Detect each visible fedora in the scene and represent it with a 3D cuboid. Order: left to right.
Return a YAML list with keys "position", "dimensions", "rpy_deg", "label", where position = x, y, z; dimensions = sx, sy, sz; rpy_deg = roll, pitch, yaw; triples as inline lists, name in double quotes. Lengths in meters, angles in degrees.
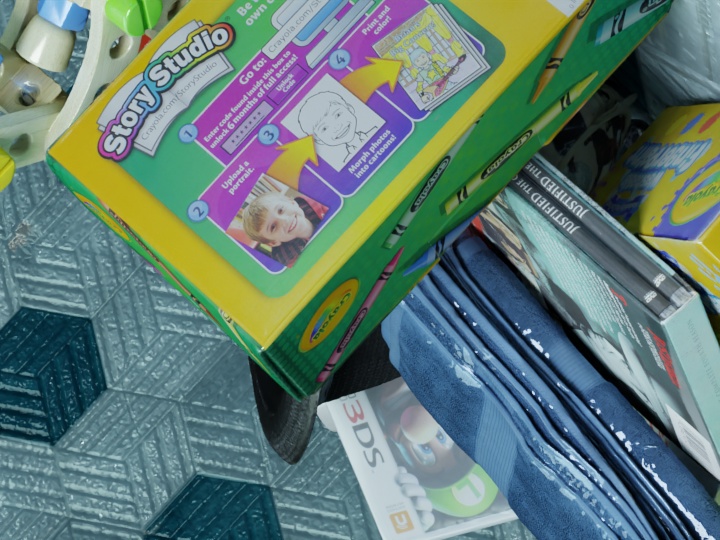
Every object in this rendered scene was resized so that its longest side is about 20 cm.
- position: [0.000, 0.000, 1.190]
  dimensions: [0.091, 0.201, 0.201]
  rpy_deg: [-1, -176, -10]
  label: "fedora"

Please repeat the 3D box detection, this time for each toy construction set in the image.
- position: [-0.082, -0.087, 0.971]
  dimensions: [0.092, 0.131, 0.200]
  rpy_deg: [35, -168, 16]
  label: "toy construction set"

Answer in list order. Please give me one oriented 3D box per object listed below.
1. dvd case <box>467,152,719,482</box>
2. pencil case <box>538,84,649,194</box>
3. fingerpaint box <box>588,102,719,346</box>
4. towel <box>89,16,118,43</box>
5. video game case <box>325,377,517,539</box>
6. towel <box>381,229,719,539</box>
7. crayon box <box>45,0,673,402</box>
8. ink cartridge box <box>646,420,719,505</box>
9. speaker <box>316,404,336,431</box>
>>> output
- position: [0.076, -0.007, 0.998]
  dimensions: [0.200, 0.022, 0.146]
  rpy_deg: [45, 172, 36]
  label: "dvd case"
- position: [0.035, -0.101, 1.137]
  dimensions: [0.200, 0.090, 0.078]
  rpy_deg: [42, -155, 18]
  label: "pencil case"
- position: [0.179, 0.015, 0.946]
  dimensions: [0.167, 0.073, 0.200]
  rpy_deg: [42, 176, -7]
  label: "fingerpaint box"
- position: [-0.131, -0.192, 1.548]
  dimensions: [0.200, 0.086, 0.166]
  rpy_deg: [43, -169, 14]
  label: "towel"
- position: [0.063, 0.037, 1.261]
  dimensions: [0.023, 0.200, 0.182]
  rpy_deg: [-35, -76, -58]
  label: "video game case"
- position: [0.078, 0.074, 1.045]
  dimensions: [0.200, 0.049, 0.112]
  rpy_deg: [48, 162, 18]
  label: "towel"
- position: [0.000, -0.069, 0.895]
  dimensions: [0.119, 0.200, 0.058]
  rpy_deg: [41, 175, 26]
  label: "crayon box"
- position: [0.159, 0.100, 1.122]
  dimensions: [0.200, 0.067, 0.117]
  rpy_deg: [98, 164, -47]
  label: "ink cartridge box"
- position: [0.072, 0.035, 1.325]
  dimensions: [0.200, 0.081, 0.081]
  rpy_deg: [-9, 149, 23]
  label: "speaker"
